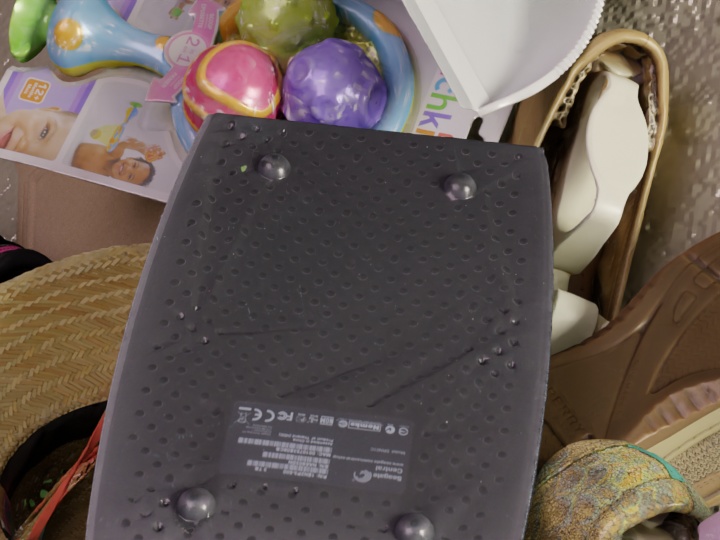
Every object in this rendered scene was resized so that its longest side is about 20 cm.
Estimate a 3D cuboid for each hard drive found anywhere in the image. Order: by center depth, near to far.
[{"bbox_3d":[-0.007,0.032,0.655,0.133,0.043,0.201,6,45,4],"label":"hard drive"}]

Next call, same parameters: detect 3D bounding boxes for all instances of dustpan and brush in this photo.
[{"bbox_3d":[0.064,-0.149,0.772,0.057,0.200,0.140,-26,95,28],"label":"dustpan and brush"}]

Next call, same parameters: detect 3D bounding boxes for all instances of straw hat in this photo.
[{"bbox_3d":[-0.073,0.086,0.690,0.199,0.086,0.202,1,43,-1],"label":"straw hat"}]

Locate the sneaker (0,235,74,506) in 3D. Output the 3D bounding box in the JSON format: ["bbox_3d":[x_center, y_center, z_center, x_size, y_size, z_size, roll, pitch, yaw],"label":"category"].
[{"bbox_3d":[-0.155,0.014,0.851,0.084,0.076,0.201,-49,52,21],"label":"sneaker"}]

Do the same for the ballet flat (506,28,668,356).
[{"bbox_3d":[0.067,0.000,0.737,0.063,0.068,0.202,147,140,-64],"label":"ballet flat"}]

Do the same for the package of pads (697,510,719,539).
[{"bbox_3d":[0.144,0.169,0.566,0.075,0.120,0.202,-13,60,29],"label":"package of pads"}]

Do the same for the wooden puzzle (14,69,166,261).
[{"bbox_3d":[-0.090,-0.014,0.858,0.185,0.037,0.202,-36,51,41],"label":"wooden puzzle"}]

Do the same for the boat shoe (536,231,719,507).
[{"bbox_3d":[0.116,0.043,0.693,0.199,0.065,0.072,-28,45,0],"label":"boat shoe"}]

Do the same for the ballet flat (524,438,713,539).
[{"bbox_3d":[0.068,0.152,0.613,0.070,0.070,0.202,9,90,38],"label":"ballet flat"}]

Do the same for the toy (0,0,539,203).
[{"bbox_3d":[-0.044,-0.078,0.773,0.198,0.047,0.116,14,65,20],"label":"toy"}]
